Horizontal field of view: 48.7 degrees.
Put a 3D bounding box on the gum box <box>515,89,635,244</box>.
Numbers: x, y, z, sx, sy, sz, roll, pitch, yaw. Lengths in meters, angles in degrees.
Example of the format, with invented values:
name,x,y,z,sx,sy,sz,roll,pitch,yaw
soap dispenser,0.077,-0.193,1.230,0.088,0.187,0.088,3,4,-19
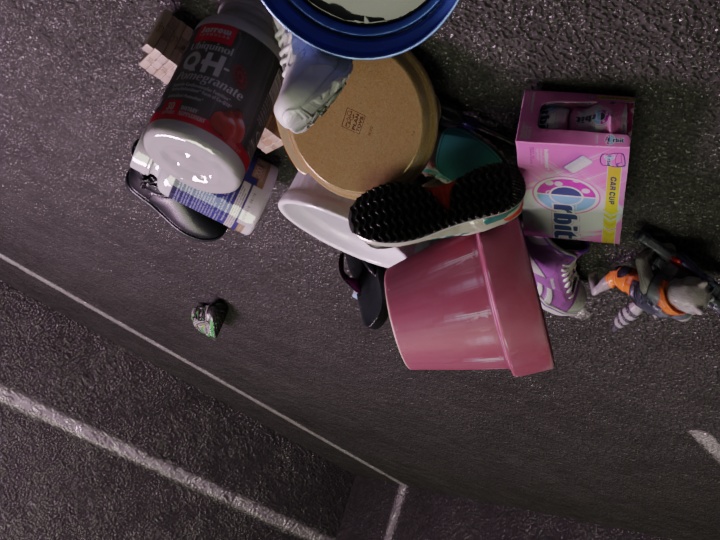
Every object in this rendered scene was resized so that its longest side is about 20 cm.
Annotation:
name,x,y,z,sx,sy,sz,roll,pitch,yaw
gum box,0.233,-0.111,0.865,0.110,0.068,0.201,7,155,18

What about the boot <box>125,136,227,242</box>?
name,x,y,z,sx,sy,sz,roll,pitch,yaw
boot,-0.292,-0.128,1.299,0.198,0.078,0.168,34,160,-14

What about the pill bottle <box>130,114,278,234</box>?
name,x,y,z,sx,sy,sz,roll,pitch,yaw
pill bottle,-0.227,-0.144,1.160,0.196,0.113,0.111,26,158,-13

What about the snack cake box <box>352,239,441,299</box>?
name,x,y,z,sx,sy,sz,roll,pitch,yaw
snack cake box,0.076,-0.014,1.179,0.066,0.117,0.199,28,158,-21

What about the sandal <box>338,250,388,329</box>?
name,x,y,z,sx,sy,sz,roll,pitch,yaw
sandal,0.001,0.000,1.168,0.047,0.202,0.076,17,121,-25

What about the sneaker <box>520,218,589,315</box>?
name,x,y,z,sx,sy,sz,roll,pitch,yaw
sneaker,0.277,-0.002,1.088,0.199,0.074,0.113,36,151,-32

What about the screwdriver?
name,x,y,z,sx,sy,sz,roll,pitch,yaw
screwdriver,0.147,-0.159,0.915,0.196,0.029,0.029,20,-171,-16

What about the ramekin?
name,x,y,z,sx,sy,sz,roll,pitch,yaw
ramekin,-0.003,-0.088,1.060,0.196,0.100,0.201,23,171,4

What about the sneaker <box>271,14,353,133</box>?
name,x,y,z,sx,sy,sz,roll,pitch,yaw
sneaker,-0.053,-0.210,0.748,0.098,0.202,0.078,35,134,-14

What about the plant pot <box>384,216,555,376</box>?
name,x,y,z,sx,sy,sz,roll,pitch,yaw
plant pot,0.129,0.038,0.973,0.174,0.205,0.201,-14,149,12

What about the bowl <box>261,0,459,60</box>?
name,x,y,z,sx,sy,sz,roll,pitch,yaw
bowl,-0.002,-0.275,0.643,0.195,0.040,0.204,6,129,8

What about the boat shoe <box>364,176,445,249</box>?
name,x,y,z,sx,sy,sz,roll,pitch,yaw
boat shoe,0.075,-0.065,0.960,0.072,0.198,0.068,46,140,20

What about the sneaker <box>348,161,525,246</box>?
name,x,y,z,sx,sy,sz,roll,pitch,yaw
sneaker,0.087,-0.059,0.878,0.194,0.072,0.093,-13,160,11

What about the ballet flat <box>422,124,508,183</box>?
name,x,y,z,sx,sy,sz,roll,pitch,yaw
ballet flat,0.089,-0.146,0.952,0.196,0.077,0.064,23,-169,8

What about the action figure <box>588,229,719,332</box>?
name,x,y,z,sx,sy,sz,roll,pitch,yaw
action figure,0.401,0.042,1.024,0.197,0.106,0.193,33,174,-1

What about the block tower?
name,x,y,z,sx,sy,sz,roll,pitch,yaw
block tower,-0.171,-0.223,0.959,0.198,0.055,0.057,34,154,-28

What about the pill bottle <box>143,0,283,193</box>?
name,x,y,z,sx,sy,sz,roll,pitch,yaw
pill bottle,-0.142,-0.195,0.841,0.108,0.204,0.111,16,159,7

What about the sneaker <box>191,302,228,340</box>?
name,x,y,z,sx,sy,sz,roll,pitch,yaw
sneaker,-0.378,0.121,1.955,0.084,0.080,0.200,24,159,-8

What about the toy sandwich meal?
name,x,y,z,sx,sy,sz,roll,pitch,yaw
toy sandwich meal,-0.001,-0.173,0.895,0.200,0.070,0.211,8,113,19
